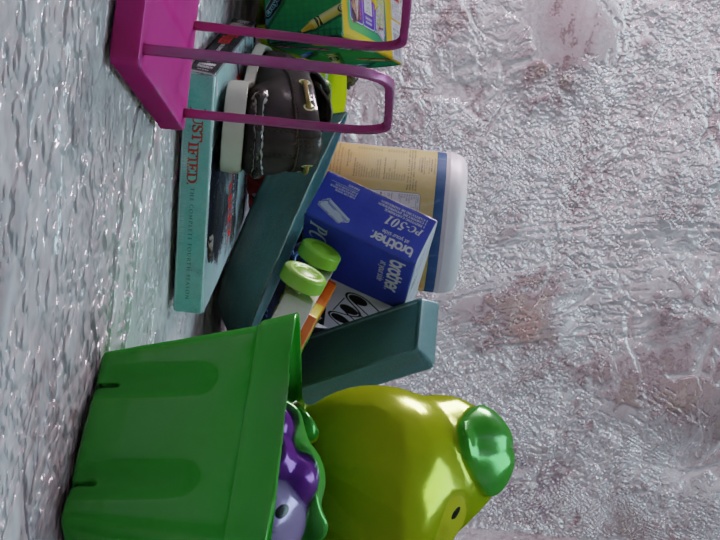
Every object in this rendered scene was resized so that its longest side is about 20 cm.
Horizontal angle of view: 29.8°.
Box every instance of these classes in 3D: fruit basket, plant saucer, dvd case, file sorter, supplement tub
[{"bbox_3d":[-0.026,0.122,0.645,0.216,0.214,0.156,95,1,-49],"label":"fruit basket"},{"bbox_3d":[-0.065,-0.035,1.030,0.200,0.036,0.201,-157,-90,-89],"label":"plant saucer"},{"bbox_3d":[-0.031,0.074,1.067,0.019,0.199,0.070,51,31,-34],"label":"plant saucer"},{"bbox_3d":[-0.091,-0.074,0.867,0.200,0.022,0.147,-86,-179,-72],"label":"dvd case"},{"bbox_3d":[-0.033,-0.173,0.637,0.139,0.125,0.201,90,5,-84],"label":"file sorter"},{"bbox_3d":[0.005,-0.057,1.387,0.145,0.199,0.146,6,90,-88],"label":"supplement tub"}]

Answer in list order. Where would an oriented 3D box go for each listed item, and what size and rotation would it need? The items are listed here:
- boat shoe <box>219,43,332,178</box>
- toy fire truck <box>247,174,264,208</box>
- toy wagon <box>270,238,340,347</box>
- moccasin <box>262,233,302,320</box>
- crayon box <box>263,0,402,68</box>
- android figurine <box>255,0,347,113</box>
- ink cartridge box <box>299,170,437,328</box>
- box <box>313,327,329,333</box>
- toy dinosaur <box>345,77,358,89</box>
[{"bbox_3d":[-0.048,-0.099,0.860,0.201,0.060,0.072,-83,179,-72],"label":"boat shoe"},{"bbox_3d":[-0.068,-0.113,1.224,0.141,0.048,0.201,94,2,-56],"label":"toy fire truck"},{"bbox_3d":[-0.060,0.053,1.011,0.156,0.039,0.200,-62,180,17],"label":"toy wagon"},{"bbox_3d":[-0.068,-0.010,1.220,0.081,0.068,0.201,95,3,-47],"label":"moccasin"},{"bbox_3d":[-0.019,-0.219,1.011,0.200,0.058,0.120,-10,96,-76],"label":"crayon box"},{"bbox_3d":[-0.048,-0.191,1.087,0.200,0.041,0.183,72,19,-51],"label":"android figurine"},{"bbox_3d":[0.000,0.000,1.091,0.044,0.094,0.200,-62,173,-23],"label":"ink cartridge box"},{"bbox_3d":[-0.064,0.185,1.255,0.200,0.117,0.197,96,0,-52],"label":"box"},{"bbox_3d":[-0.004,-0.233,1.239,0.200,0.047,0.089,-68,166,-60],"label":"toy dinosaur"}]
